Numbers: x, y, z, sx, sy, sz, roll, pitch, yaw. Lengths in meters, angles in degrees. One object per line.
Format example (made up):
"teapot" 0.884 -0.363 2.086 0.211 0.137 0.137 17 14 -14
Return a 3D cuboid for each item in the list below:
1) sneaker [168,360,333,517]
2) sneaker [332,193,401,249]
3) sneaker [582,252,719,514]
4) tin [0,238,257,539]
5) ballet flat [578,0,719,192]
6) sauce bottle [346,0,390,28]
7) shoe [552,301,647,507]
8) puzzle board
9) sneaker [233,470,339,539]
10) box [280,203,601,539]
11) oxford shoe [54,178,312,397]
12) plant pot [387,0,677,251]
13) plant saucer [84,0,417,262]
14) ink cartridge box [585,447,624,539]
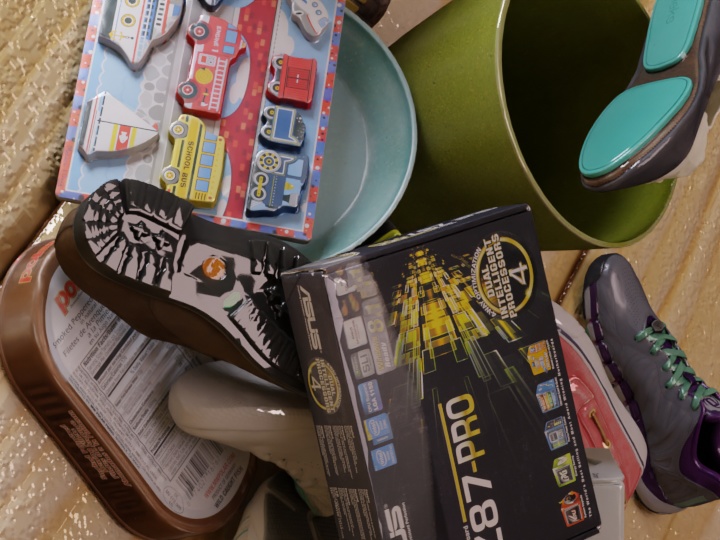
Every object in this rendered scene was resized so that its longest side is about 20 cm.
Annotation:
"sneaker" -0.027 0.104 1.321 0.199 0.075 0.089 5 111 -34
"sneaker" 0.000 0.000 1.367 0.076 0.075 0.200 52 11 -43
"sneaker" 0.231 0.078 1.650 0.074 0.087 0.201 -25 99 -48
"tin" -0.131 0.067 1.291 0.200 0.042 0.112 55 42 -23
"ballet flat" 0.193 -0.101 1.368 0.073 0.073 0.200 51 45 -26
"sauce bottle" -0.062 -0.222 1.418 0.200 0.064 0.065 37 55 -37
"shoe" 0.133 0.105 1.545 0.200 0.071 0.091 53 41 -31
"puzzle board" -0.090 -0.119 1.323 0.150 0.017 0.201 10 64 -5
"sneaker" -0.065 0.188 1.313 0.070 0.080 0.200 46 28 -11
"box" 0.048 0.077 1.269 0.161 0.049 0.201 -16 97 -35
"oxford shoe" -0.082 0.016 1.259 0.199 0.084 0.073 33 61 -19
"plant pot" 0.070 -0.091 1.429 0.187 0.199 0.188 14 70 -46
"plant saucer" -0.066 -0.082 1.338 0.199 0.036 0.201 3 65 -7
"ink cartridge box" 0.121 0.220 1.418 0.146 0.082 0.201 -54 143 -86
